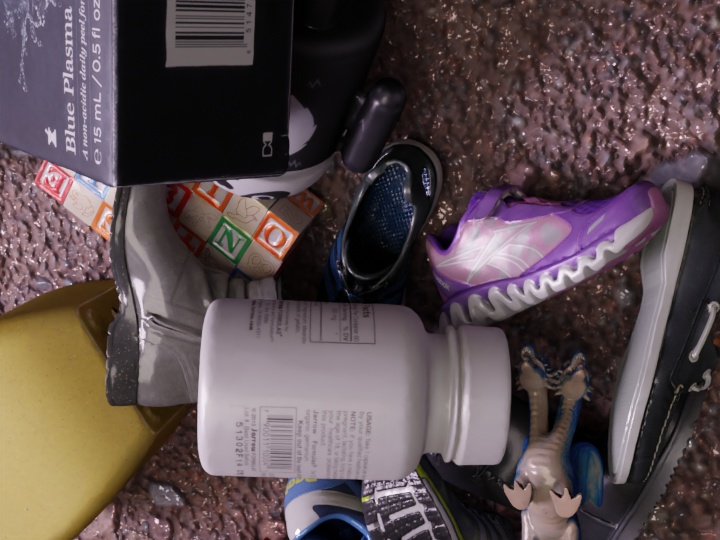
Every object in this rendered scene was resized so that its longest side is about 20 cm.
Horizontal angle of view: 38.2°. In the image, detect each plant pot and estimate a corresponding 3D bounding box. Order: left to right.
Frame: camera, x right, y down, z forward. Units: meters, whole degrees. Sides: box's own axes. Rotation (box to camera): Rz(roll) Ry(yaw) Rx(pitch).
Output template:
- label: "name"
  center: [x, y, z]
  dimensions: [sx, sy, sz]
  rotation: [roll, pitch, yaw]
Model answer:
- label: "plant pot"
  center: [-0.254, 0.115, 0.857]
  dimensions: [0.198, 0.196, 0.196]
  rotation: [-31, 95, 12]

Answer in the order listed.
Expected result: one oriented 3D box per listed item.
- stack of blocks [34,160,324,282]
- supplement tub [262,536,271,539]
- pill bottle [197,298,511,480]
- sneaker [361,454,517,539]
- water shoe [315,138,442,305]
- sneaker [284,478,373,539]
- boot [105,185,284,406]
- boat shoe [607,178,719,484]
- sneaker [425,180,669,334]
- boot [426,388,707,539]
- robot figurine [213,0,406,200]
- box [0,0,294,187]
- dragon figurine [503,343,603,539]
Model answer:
- label: "stack of blocks"
  center: [-0.141, -0.060, 0.801]
  dimensions: [0.199, 0.059, 0.116]
  rotation: [37, 122, 0]
- label: "supplement tub"
  center: [-0.037, 0.328, 0.870]
  dimensions: [0.199, 0.122, 0.123]
  rotation: [42, 117, 5]
- label: "pill bottle"
  center: [-0.005, 0.079, 0.688]
  dimensions: [0.195, 0.115, 0.117]
  rotation: [2, 110, -3]
- label: "sneaker"
  center: [0.070, 0.201, 0.772]
  dimensions: [0.073, 0.081, 0.202]
  rotation: [-20, 109, 36]
- label: "water shoe"
  center: [0.000, 0.000, 0.769]
  dimensions: [0.070, 0.079, 0.203]
  rotation: [22, 114, 13]
- label: "sneaker"
  center: [0.021, 0.217, 0.814]
  dimensions: [0.198, 0.083, 0.074]
  rotation: [30, 122, -13]
- label: "boot"
  center: [-0.116, 0.007, 0.757]
  dimensions: [0.128, 0.068, 0.205]
  rotation: [2, 99, -7]
- label: "boat shoe"
  center: [0.208, 0.044, 0.676]
  dimensions: [0.059, 0.076, 0.204]
  rotation: [13, 92, 1]
- label: "sneaker"
  center: [0.113, -0.022, 0.705]
  dimensions: [0.199, 0.080, 0.090]
  rotation: [-29, 81, 45]
- label: "boot"
  center: [0.132, 0.110, 0.767]
  dimensions: [0.198, 0.065, 0.167]
  rotation: [28, 114, 16]
- label: "robot figurine"
  center: [-0.055, -0.138, 0.685]
  dimensions: [0.152, 0.123, 0.201]
  rotation: [61, 146, 28]
- label: "box"
  center: [-0.137, -0.165, 0.584]
  dimensions: [0.198, 0.116, 0.201]
  rotation: [20, 113, 46]
- label: "dragon figurine"
  center: [0.132, 0.149, 0.705]
  dimensions: [0.058, 0.100, 0.203]
  rotation: [2, 121, 22]
